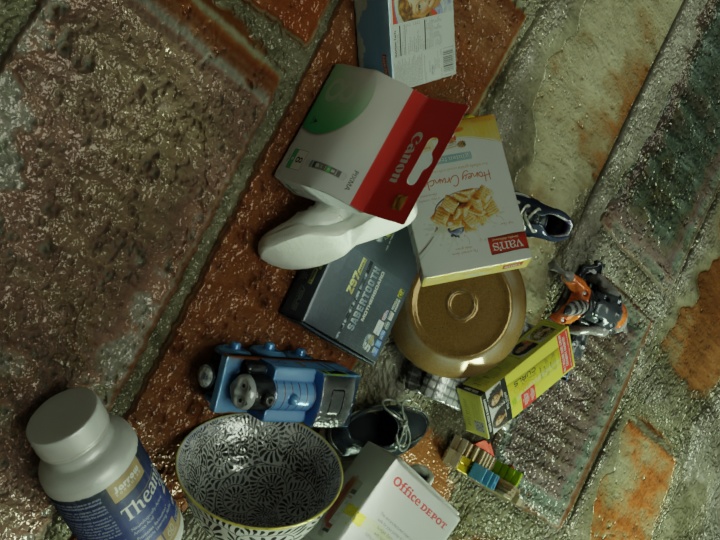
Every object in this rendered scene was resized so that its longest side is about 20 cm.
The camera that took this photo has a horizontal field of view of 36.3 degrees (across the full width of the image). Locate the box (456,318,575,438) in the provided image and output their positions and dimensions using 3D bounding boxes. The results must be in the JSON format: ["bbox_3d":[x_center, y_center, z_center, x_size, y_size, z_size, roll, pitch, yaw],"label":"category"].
[{"bbox_3d":[0.223,0.151,1.555,0.199,0.050,0.076,-32,120,-34],"label":"box"}]

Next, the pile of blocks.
[{"bbox_3d":[0.200,0.300,1.677,0.199,0.081,0.063,36,79,-44],"label":"pile of blocks"}]

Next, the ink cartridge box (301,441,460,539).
[{"bbox_3d":[0.013,0.345,1.399,0.145,0.083,0.201,45,76,-28],"label":"ink cartridge box"}]

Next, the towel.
[{"bbox_3d":[0.162,0.122,1.584,0.199,0.085,0.168,25,84,-44],"label":"towel"}]

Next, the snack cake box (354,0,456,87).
[{"bbox_3d":[0.053,-0.331,1.340,0.114,0.067,0.204,-21,117,-36],"label":"snack cake box"}]

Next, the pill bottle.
[{"bbox_3d":[-0.275,0.227,1.175,0.111,0.110,0.202,-40,128,-27],"label":"pill bottle"}]

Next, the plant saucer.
[{"bbox_3d":[0.133,0.046,1.478,0.196,0.035,0.204,0,90,-6],"label":"plant saucer"}]

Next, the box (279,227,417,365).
[{"bbox_3d":[0.000,0.000,1.408,0.157,0.051,0.203,33,79,-44],"label":"box"}]

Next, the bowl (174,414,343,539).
[{"bbox_3d":[-0.123,0.266,1.291,0.199,0.200,0.096,-17,130,-39],"label":"bowl"}]

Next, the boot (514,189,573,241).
[{"bbox_3d":[0.218,-0.086,1.562,0.198,0.090,0.074,6,100,-45],"label":"boot"}]

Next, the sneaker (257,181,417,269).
[{"bbox_3d":[-0.033,-0.069,1.321,0.197,0.090,0.076,-19,150,2],"label":"sneaker"}]

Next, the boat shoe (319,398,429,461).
[{"bbox_3d":[0.031,0.213,1.487,0.198,0.061,0.076,5,66,-44],"label":"boat shoe"}]

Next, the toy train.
[{"bbox_3d":[-0.098,0.138,1.314,0.198,0.113,0.088,10,96,-45],"label":"toy train"}]

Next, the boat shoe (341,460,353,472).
[{"bbox_3d":[-0.063,0.281,1.429,0.198,0.065,0.073,-2,105,-43],"label":"boat shoe"}]

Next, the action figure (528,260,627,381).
[{"bbox_3d":[0.352,0.084,1.742,0.191,0.104,0.204,9,95,-35],"label":"action figure"}]

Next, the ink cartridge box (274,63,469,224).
[{"bbox_3d":[0.008,-0.149,1.261,0.050,0.198,0.163,38,77,-41],"label":"ink cartridge box"}]

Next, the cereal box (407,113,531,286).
[{"bbox_3d":[0.124,-0.090,1.387,0.141,0.040,0.203,-11,72,-7],"label":"cereal box"}]

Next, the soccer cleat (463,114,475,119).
[{"bbox_3d":[0.148,-0.120,1.462,0.064,0.083,0.203,35,57,-39],"label":"soccer cleat"}]

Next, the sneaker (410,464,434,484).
[{"bbox_3d":[0.024,0.310,1.491,0.199,0.078,0.100,-24,159,-45],"label":"sneaker"}]
